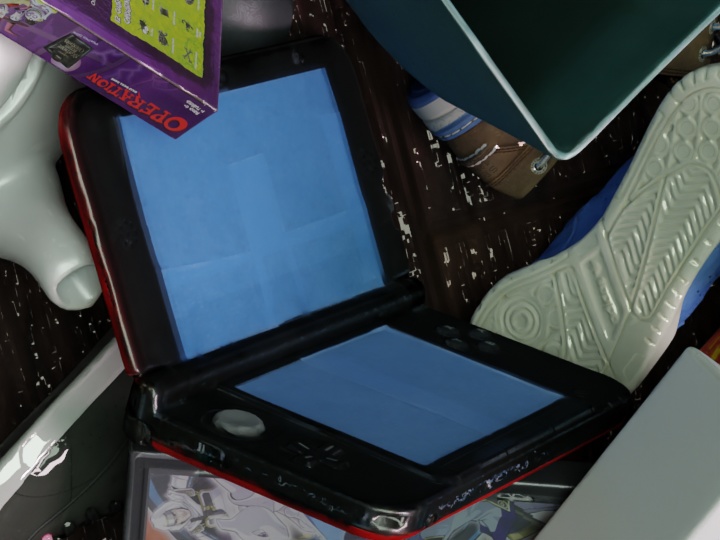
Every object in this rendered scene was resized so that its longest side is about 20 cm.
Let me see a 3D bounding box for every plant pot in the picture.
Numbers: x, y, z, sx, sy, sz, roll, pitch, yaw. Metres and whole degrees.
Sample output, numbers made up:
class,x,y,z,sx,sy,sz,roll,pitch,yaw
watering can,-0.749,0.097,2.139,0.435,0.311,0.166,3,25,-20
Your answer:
class,x,y,z,sx,sy,sz,roll,pitch,yaw
plant pot,0.041,-0.154,1.109,0.141,0.200,0.142,-44,116,-11

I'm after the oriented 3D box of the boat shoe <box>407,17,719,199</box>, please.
class,x,y,z,sx,sy,sz,roll,pitch,yaw
boat shoe,0.113,-0.111,1.212,0.200,0.072,0.072,-40,106,-1

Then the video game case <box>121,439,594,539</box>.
class,x,y,z,sx,sy,sz,roll,pitch,yaw
video game case,-0.008,0.161,1.144,0.179,0.026,0.201,5,115,-3

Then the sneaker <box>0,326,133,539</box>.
class,x,y,z,sx,sy,sz,roll,pitch,yaw
sneaker,-0.088,0.084,1.153,0.099,0.071,0.200,46,76,-8

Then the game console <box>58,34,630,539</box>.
class,x,y,z,sx,sy,sz,roll,pitch,yaw
game console,0.000,0.000,1.099,0.200,0.172,0.119,-20,126,-56

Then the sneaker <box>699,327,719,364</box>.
class,x,y,z,sx,sy,sz,roll,pitch,yaw
sneaker,0.185,0.037,1.241,0.200,0.077,0.073,-37,65,-24

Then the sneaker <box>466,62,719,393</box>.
class,x,y,z,sx,sy,sz,roll,pitch,yaw
sneaker,0.123,-0.007,1.210,0.077,0.111,0.200,42,115,17

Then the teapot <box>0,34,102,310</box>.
class,x,y,z,sx,sy,sz,roll,pitch,yaw
teapot,-0.181,-0.102,1.083,0.199,0.146,0.199,12,88,-15

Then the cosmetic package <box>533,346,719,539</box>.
class,x,y,z,sx,sy,sz,roll,pitch,yaw
cosmetic package,0.109,0.141,1.093,0.101,0.071,0.200,33,99,-33

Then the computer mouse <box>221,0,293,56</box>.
class,x,y,z,sx,sy,sz,roll,pitch,yaw
computer mouse,-0.082,-0.173,1.167,0.058,0.034,0.201,-30,99,-12

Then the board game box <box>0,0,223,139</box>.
class,x,y,z,sx,sy,sz,roll,pitch,yaw
board game box,-0.100,-0.156,1.079,0.120,0.032,0.201,35,41,-36
